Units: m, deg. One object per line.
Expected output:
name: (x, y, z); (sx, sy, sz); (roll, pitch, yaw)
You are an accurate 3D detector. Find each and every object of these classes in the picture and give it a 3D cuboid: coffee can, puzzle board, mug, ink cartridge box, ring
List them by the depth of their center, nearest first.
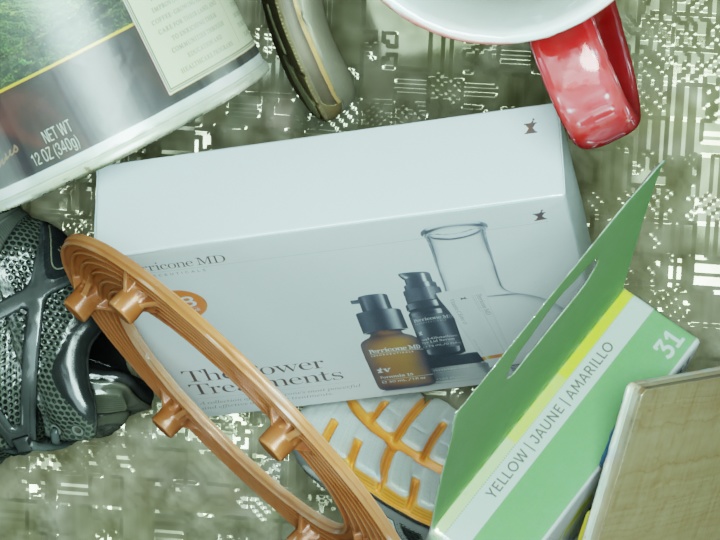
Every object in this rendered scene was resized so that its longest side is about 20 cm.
mug: (0.060, -0.151, 1.004); (0.132, 0.200, 0.179); (8, 105, 5)
ink cartridge box: (0.082, 0.064, 1.004); (0.048, 0.200, 0.146); (35, 63, 11)
ring: (-0.056, 0.064, 1.025); (0.200, 0.200, 0.019); (46, 76, -4)
coffee can: (-0.145, -0.144, 1.060); (0.146, 0.146, 0.201); (-25, 99, 12)
puzzle board: (0.146, 0.109, 1.067); (0.017, 0.199, 0.152); (26, 108, 34)

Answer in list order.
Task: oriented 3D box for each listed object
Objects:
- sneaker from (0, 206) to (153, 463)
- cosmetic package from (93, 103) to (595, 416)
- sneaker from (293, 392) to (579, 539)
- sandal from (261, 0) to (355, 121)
sneaker: (-0.171, 0.076, 1.151); (0.114, 0.076, 0.200); (30, 100, 6)
cosmetic package: (0.000, 0.000, 1.077); (0.198, 0.052, 0.151); (-8, 146, 10)
sneaker: (0.051, 0.124, 1.137); (0.199, 0.078, 0.078); (30, 125, 7)
sandal: (-0.030, -0.165, 1.080); (0.054, 0.080, 0.201); (-19, 102, -4)
